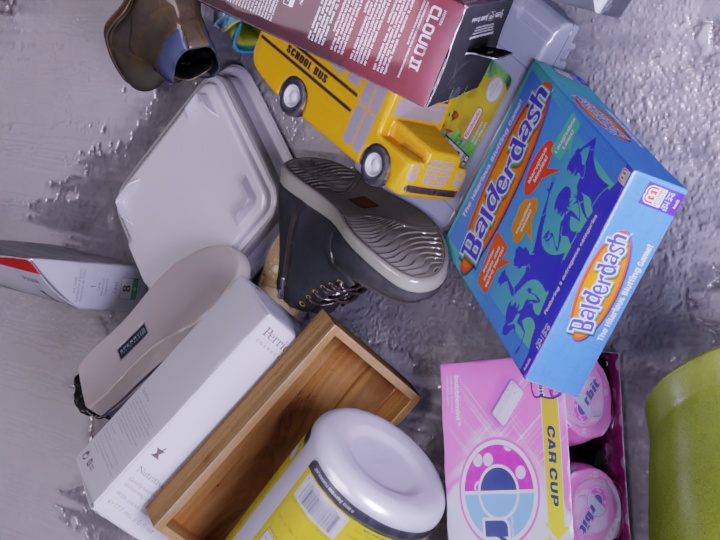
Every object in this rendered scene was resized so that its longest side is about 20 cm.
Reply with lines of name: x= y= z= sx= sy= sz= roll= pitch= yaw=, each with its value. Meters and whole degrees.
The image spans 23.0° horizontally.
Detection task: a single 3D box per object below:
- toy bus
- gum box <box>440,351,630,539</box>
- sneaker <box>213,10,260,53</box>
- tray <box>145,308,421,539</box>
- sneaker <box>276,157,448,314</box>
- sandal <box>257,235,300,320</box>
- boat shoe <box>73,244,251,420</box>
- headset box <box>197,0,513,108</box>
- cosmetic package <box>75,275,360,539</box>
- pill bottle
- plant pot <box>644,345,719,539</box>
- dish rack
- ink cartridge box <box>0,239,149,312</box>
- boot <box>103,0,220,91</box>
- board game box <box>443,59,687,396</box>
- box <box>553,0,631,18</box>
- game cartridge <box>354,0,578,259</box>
toy bus: x=0.002 y=-0.129 z=1.306 sx=0.200 sy=0.065 sz=0.079 roll=42 pitch=115 yaw=39
gum box: x=0.120 y=0.160 z=1.214 sx=0.113 sy=0.066 sz=0.203 roll=-9 pitch=81 yaw=46
sneaker: x=-0.113 y=-0.252 z=1.469 sx=0.199 sy=0.079 sz=0.132 roll=20 pitch=100 yaw=45
tray: x=-0.058 y=0.136 z=1.323 sx=0.200 sy=0.098 sz=0.037 roll=-48 pitch=28 yaw=3
sneaker: x=0.000 y=0.000 z=1.317 sx=0.200 sy=0.074 sz=0.107 roll=43 pitch=132 yaw=52
sandal: x=-0.091 y=0.067 z=1.434 sx=0.077 sy=0.069 sz=0.214 roll=28 pitch=107 yaw=43
boat shoe: x=-0.145 y=0.061 z=1.487 sx=0.199 sy=0.092 sz=0.075 roll=-38 pitch=47 yaw=22
headset box: x=0.008 y=-0.181 z=1.204 sx=0.199 sy=0.149 sz=0.076 roll=27 pitch=107 yaw=12
cosmetic package: x=-0.110 y=0.119 z=1.363 sx=0.200 sy=0.113 sz=0.081 roll=-48 pitch=30 yaw=6
pill bottle: x=-0.035 y=0.203 z=1.265 sx=0.201 sy=0.111 sz=0.112 roll=-53 pitch=54 yaw=25
plant pot: x=0.248 y=0.147 z=1.017 sx=0.200 sy=0.199 sz=0.195 roll=-36 pitch=51 yaw=38
dish rack: x=-0.139 y=-0.059 z=1.509 sx=0.200 sy=0.043 sz=0.173 roll=-47 pitch=57 yaw=34
ink cartridge box: x=-0.312 y=0.001 z=1.570 sx=0.160 sy=0.199 sz=0.051 roll=12 pitch=96 yaw=45
boot: x=-0.167 y=-0.181 z=1.486 sx=0.200 sy=0.074 sz=0.098 roll=112 pitch=139 yaw=-63
board game box: x=0.129 y=-0.033 z=1.173 sx=0.153 sy=0.045 sz=0.200 roll=-65 pitch=22 yaw=18
box: x=0.132 y=-0.255 z=1.131 sx=0.158 sy=0.199 sz=0.050 roll=-57 pitch=48 yaw=25
game cartridge: x=0.070 y=-0.128 z=1.306 sx=0.133 sy=0.040 sz=0.201 roll=48 pitch=120 yaw=40
